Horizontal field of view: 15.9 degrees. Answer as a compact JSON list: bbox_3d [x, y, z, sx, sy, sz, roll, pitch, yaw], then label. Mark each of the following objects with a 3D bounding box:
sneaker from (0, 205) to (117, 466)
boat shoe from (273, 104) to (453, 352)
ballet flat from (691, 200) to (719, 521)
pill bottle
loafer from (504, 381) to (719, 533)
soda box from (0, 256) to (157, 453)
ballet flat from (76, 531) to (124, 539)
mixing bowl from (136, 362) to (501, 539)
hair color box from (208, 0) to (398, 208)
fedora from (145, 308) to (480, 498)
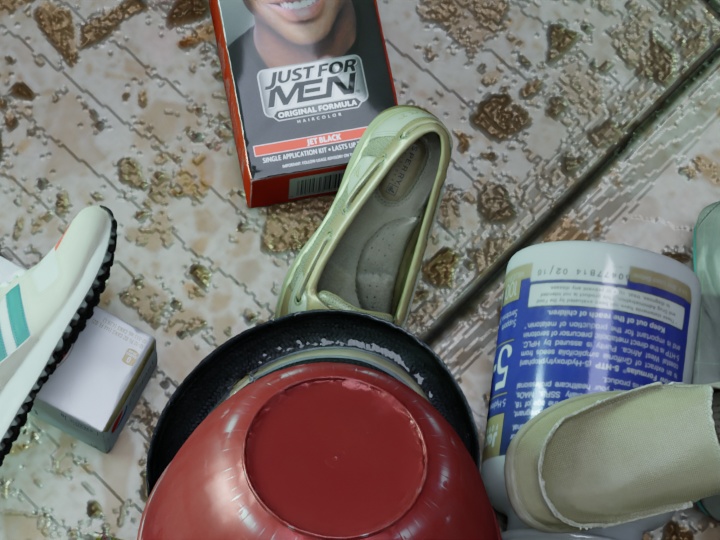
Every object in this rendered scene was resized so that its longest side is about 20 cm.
[{"bbox_3d":[-0.215,0.036,1.472,0.093,0.070,0.201,30,78,-1],"label":"sneaker"},{"bbox_3d":[0.003,0.000,1.534,0.073,0.063,0.202,24,96,-12],"label":"boat shoe"},{"bbox_3d":[0.232,0.050,1.556,0.067,0.063,0.201,21,65,-44],"label":"ballet flat"},{"bbox_3d":[0.132,0.094,1.516,0.119,0.120,0.201,9,73,-1],"label":"pill bottle"},{"bbox_3d":[0.171,0.094,1.428,0.199,0.068,0.076,-14,86,-27],"label":"loafer"},{"bbox_3d":[-0.222,0.030,1.544,0.199,0.064,0.068,28,75,4],"label":"soda box"},{"bbox_3d":[-0.078,0.190,1.431,0.199,0.064,0.076,11,31,0],"label":"ballet flat"},{"bbox_3d":[-0.016,0.124,1.343,0.199,0.109,0.201,3,56,-5],"label":"mixing bowl"},{"bbox_3d":[-0.039,-0.149,1.605,0.101,0.061,0.201,-10,75,-6],"label":"hair color box"},{"bbox_3d":[-0.030,0.120,1.484,0.199,0.092,0.202,1,97,5],"label":"fedora"}]
